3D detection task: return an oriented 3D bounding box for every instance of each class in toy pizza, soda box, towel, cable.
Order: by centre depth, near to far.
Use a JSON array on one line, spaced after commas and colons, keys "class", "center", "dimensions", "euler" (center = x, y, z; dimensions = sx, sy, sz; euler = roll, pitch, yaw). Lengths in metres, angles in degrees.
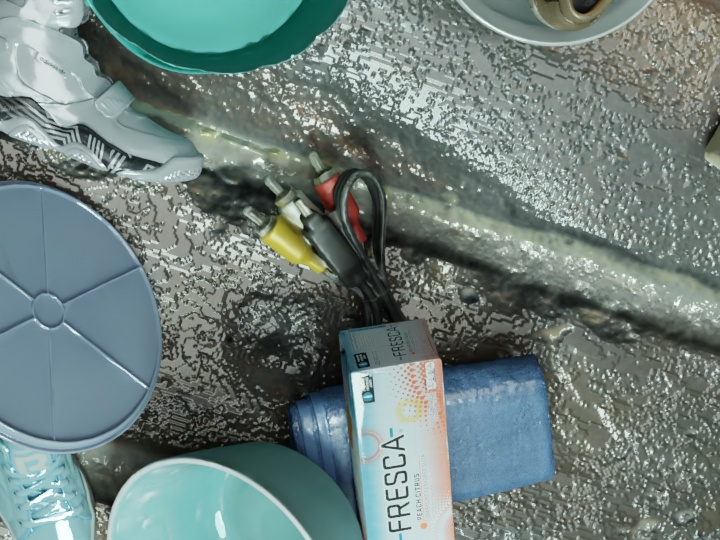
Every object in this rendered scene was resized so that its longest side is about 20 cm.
[{"class": "toy pizza", "center": [-0.227, 0.034, 1.204], "dimensions": [0.199, 0.032, 0.202], "euler": [21, 56, -35]}, {"class": "soda box", "center": [0.028, 0.140, 1.238], "dimensions": [0.068, 0.064, 0.202], "euler": [-8, 116, -6]}, {"class": "cable", "center": [0.000, 0.000, 1.294], "dimensions": [0.097, 0.050, 0.201], "euler": [-39, 115, -10]}, {"class": "towel", "center": [0.046, 0.126, 1.297], "dimensions": [0.197, 0.049, 0.113], "euler": [-9, 117, -6]}]

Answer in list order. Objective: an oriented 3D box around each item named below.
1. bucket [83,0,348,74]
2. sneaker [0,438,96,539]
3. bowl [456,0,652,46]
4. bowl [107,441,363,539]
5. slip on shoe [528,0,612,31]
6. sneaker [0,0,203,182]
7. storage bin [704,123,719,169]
[{"class": "bucket", "center": [-0.101, -0.234, 1.183], "dimensions": [0.204, 0.135, 0.210], "euler": [-1, 98, -9]}, {"class": "sneaker", "center": [-0.244, 0.136, 1.240], "dimensions": [0.073, 0.082, 0.202], "euler": [-19, 101, -5]}, {"class": "bowl", "center": [0.133, -0.266, 1.242], "dimensions": [0.198, 0.090, 0.204], "euler": [-2, 99, -10]}, {"class": "bowl", "center": [-0.075, 0.206, 1.244], "dimensions": [0.199, 0.105, 0.203], "euler": [13, 116, 28]}, {"class": "slip on shoe", "center": [0.182, -0.257, 1.175], "dimensions": [0.076, 0.061, 0.201], "euler": [31, 92, -13]}, {"class": "sneaker", "center": [-0.194, -0.139, 1.211], "dimensions": [0.198, 0.075, 0.116], "euler": [20, 97, -9]}, {"class": "storage bin", "center": [0.400, -0.118, 1.309], "dimensions": [0.197, 0.094, 0.201], "euler": [29, 93, -13]}]
